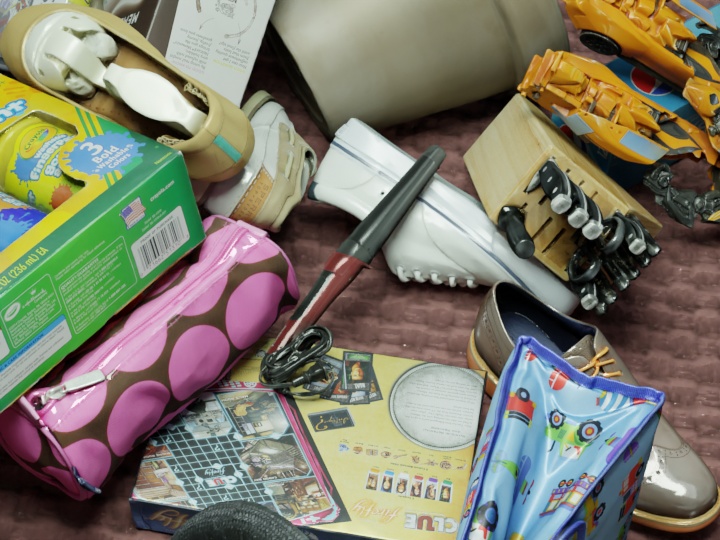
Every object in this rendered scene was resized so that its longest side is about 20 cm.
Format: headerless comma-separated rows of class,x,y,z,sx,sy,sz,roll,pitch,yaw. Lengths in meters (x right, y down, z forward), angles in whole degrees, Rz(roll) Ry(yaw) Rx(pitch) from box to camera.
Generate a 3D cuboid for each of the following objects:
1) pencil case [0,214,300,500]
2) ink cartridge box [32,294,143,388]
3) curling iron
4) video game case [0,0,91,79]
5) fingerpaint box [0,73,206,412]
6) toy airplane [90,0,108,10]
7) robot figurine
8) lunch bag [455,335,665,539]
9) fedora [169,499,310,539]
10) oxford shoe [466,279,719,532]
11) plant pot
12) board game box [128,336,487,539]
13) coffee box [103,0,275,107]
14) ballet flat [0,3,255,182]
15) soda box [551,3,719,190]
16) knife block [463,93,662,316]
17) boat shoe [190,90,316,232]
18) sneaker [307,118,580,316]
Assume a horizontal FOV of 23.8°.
pencil case,-0.124,0.047,1.023,0.091,0.094,0.200,29,58,27
ink cartridge box,-0.256,0.007,1.101,0.175,0.084,0.200,38,59,25
curling iron,0.000,0.000,1.085,0.049,0.026,0.200,22,64,27
video game case,-0.256,-0.232,1.214,0.199,0.025,0.181,17,84,35
fingerpaint box,-0.221,-0.015,0.995,0.167,0.074,0.200,24,53,35
toy airplane,-0.195,-0.236,1.282,0.199,0.141,0.200,6,54,51
robot figurine,0.210,-0.117,1.146,0.199,0.058,0.145,27,76,-16
lunch bag,0.081,0.165,0.941,0.094,0.151,0.200,22,54,15
fedora,-0.037,0.220,0.918,0.091,0.201,0.201,11,40,-41
oxford shoe,0.143,0.083,1.059,0.071,0.073,0.200,-37,61,-28
plant pot,0.024,-0.186,1.217,0.173,0.200,0.200,-30,56,-4
board game box,-0.029,0.109,1.057,0.199,0.035,0.136,9,51,5
coffee box,-0.107,-0.208,1.154,0.080,0.113,0.201,23,77,-27
ballet flat,-0.150,-0.121,1.038,0.200,0.063,0.069,28,85,22
soda box,0.232,-0.129,1.236,0.200,0.068,0.064,-28,59,-22
knife block,0.115,-0.053,1.106,0.064,0.175,0.200,-49,60,12
boat shoe,-0.068,-0.066,1.142,0.068,0.075,0.200,33,18,-4
sneaker,0.054,-0.019,1.150,0.200,0.073,0.071,36,98,11
